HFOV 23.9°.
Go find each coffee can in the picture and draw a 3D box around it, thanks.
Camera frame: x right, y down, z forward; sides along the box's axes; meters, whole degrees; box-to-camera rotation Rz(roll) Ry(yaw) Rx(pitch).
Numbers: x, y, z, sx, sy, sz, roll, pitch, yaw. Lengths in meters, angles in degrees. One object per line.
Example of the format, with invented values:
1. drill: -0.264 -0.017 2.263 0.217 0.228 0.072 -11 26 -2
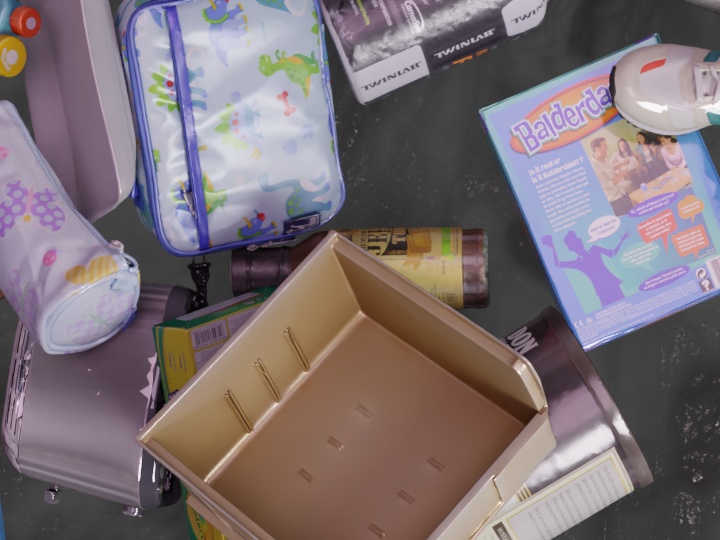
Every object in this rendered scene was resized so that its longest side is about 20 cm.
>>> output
1. coffee can: 0.091 0.140 1.238 0.199 0.146 0.147 -31 83 1

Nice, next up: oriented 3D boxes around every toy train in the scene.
1. toy train: -0.335 -0.169 1.298 0.199 0.055 0.151 -37 56 17

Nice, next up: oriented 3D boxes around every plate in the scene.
1. plate: -0.211 -0.130 1.274 0.032 0.199 0.203 -9 83 -24

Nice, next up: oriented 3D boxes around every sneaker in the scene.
1. sneaker: 0.283 -0.138 1.245 0.197 0.093 0.071 7 73 -18

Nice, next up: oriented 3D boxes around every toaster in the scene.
1. toaster: -0.190 0.080 1.282 0.127 0.114 0.203 8 86 7

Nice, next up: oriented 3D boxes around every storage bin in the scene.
1. storage bin: -0.006 0.113 1.133 0.198 0.094 0.200 33 70 34

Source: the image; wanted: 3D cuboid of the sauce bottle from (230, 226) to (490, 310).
1. sauce bottle: 0.000 0.000 1.298 0.197 0.065 0.066 -1 85 3

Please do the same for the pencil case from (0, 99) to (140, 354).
1. pencil case: -0.239 -0.034 1.222 0.200 0.083 0.091 49 119 25

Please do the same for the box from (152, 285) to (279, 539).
1. box: -0.080 0.123 1.252 0.117 0.048 0.203 -19 104 -41

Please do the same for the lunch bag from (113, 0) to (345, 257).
1. lunch bag: -0.101 -0.116 1.265 0.159 0.082 0.203 -11 107 -18

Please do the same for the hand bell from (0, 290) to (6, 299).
1. hand bell: -0.330 -0.079 1.332 0.103 0.104 0.202 -22 72 2

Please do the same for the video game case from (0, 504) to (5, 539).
1. video game case: -0.385 0.160 1.336 0.197 0.018 0.145 -10 84 3

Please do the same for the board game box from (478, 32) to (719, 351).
1. board game box: 0.196 -0.057 1.298 0.151 0.045 0.202 -22 84 2

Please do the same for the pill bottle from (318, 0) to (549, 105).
1. pill bottle: 0.070 -0.212 1.290 0.198 0.106 0.107 -24 84 1

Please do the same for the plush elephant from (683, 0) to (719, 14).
1. plush elephant: 0.342 -0.245 1.251 0.198 0.165 0.156 16 101 -23
